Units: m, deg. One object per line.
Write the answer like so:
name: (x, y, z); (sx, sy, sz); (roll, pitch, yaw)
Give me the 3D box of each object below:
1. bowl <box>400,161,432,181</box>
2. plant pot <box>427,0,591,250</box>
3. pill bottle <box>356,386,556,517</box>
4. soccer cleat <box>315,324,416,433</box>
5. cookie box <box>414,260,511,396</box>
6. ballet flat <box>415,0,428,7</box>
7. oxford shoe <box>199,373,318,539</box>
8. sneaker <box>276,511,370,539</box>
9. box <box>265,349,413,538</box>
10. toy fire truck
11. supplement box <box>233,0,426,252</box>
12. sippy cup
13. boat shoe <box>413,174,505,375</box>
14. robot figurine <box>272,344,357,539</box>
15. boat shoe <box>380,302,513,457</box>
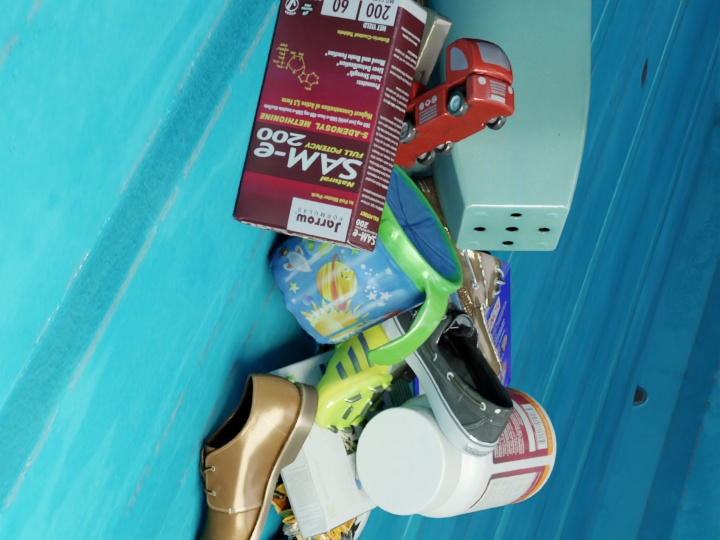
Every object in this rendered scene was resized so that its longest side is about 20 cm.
bowl: (0.082, -0.097, 1.705); (0.201, 0.104, 0.204); (0, 90, -85)
plant pot: (0.128, -0.127, 1.539); (0.142, 0.139, 0.202); (97, -7, -66)
pill bottle: (0.086, 0.162, 1.583); (0.199, 0.109, 0.111); (2, 100, -57)
soccer cleat: (0.000, 0.079, 1.558); (0.200, 0.084, 0.065); (-35, 163, -53)
cookie box: (0.124, 0.110, 2.121); (0.201, 0.074, 0.172); (86, 23, -43)
ballet flat: (0.033, -0.257, 1.618); (0.072, 0.067, 0.202); (32, 75, -54)
oxford shoe: (-0.108, 0.176, 1.462); (0.202, 0.071, 0.071); (-67, -154, 3)
sneaker: (-0.043, 0.244, 1.675); (0.112, 0.072, 0.202); (37, 68, -73)
box: (-0.010, 0.142, 1.583); (0.199, 0.036, 0.146); (-14, 86, -57)
toy fire truck: (0.049, -0.164, 1.466); (0.048, 0.199, 0.143); (13, 67, -34)
supplement box: (-0.024, -0.125, 1.422); (0.061, 0.108, 0.202); (16, 86, -67)
sippy cup: (-0.002, -0.008, 1.506); (0.140, 0.130, 0.178); (50, 17, -18)
boat shoe: (0.093, 0.007, 1.608); (0.202, 0.072, 0.072); (66, -14, -13)
robot figurine: (-0.028, 0.164, 1.629); (0.145, 0.058, 0.201); (53, 37, -26)
boat shoe: (0.075, 0.065, 1.520); (0.069, 0.201, 0.066); (11, 129, -35)
